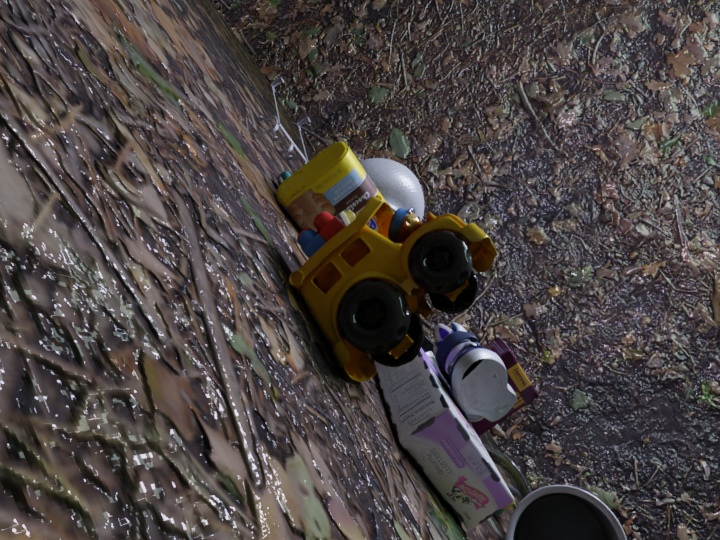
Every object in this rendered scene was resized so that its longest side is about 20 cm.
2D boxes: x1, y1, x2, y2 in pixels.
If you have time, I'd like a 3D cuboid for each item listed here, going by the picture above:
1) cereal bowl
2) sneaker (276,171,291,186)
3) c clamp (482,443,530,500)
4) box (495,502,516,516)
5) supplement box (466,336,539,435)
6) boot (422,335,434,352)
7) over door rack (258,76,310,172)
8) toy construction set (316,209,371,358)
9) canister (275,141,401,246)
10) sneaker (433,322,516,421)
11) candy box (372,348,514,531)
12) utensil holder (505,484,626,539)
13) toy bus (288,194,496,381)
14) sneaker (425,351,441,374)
[{"bbox_3d":[0.032,-0.111,1.205,0.201,0.198,0.084,53,18,-35],"label":"cereal bowl"},{"bbox_3d":[-0.063,-0.112,1.081,0.199,0.080,0.078,37,10,-24],"label":"sneaker"},{"bbox_3d":[0.287,0.420,1.221,0.199,0.027,0.172,18,-41,61],"label":"c clamp"},{"bbox_3d":[0.224,0.367,1.151,0.201,0.048,0.117,55,3,7],"label":"box"},{"bbox_3d":[0.266,0.263,1.347,0.132,0.199,0.103,54,4,-9],"label":"supplement box"},{"bbox_3d":[0.139,0.166,1.507,0.201,0.069,0.174,54,5,-10],"label":"boot"},{"bbox_3d":[-0.187,-0.355,1.526,0.148,0.066,0.202,53,27,-44],"label":"over door rack"},{"bbox_3d":[0.005,0.033,0.804,0.132,0.091,0.202,102,-31,-61],"label":"toy construction set"},{"bbox_3d":[-0.025,-0.088,0.999,0.201,0.148,0.087,51,6,-31],"label":"canister"},{"bbox_3d":[0.134,0.121,0.846,0.147,0.080,0.200,48,1,37],"label":"sneaker"},{"bbox_3d":[0.097,0.196,0.790,0.169,0.071,0.200,55,4,-23],"label":"candy box"},{"bbox_3d":[0.311,0.424,0.950,0.171,0.169,0.200,58,2,24],"label":"utensil holder"},{"bbox_3d":[0.020,-0.010,0.671,0.192,0.200,0.136,50,1,23],"label":"toy bus"},{"bbox_3d":[0.133,0.215,1.154,0.200,0.070,0.100,51,16,-73],"label":"sneaker"}]
